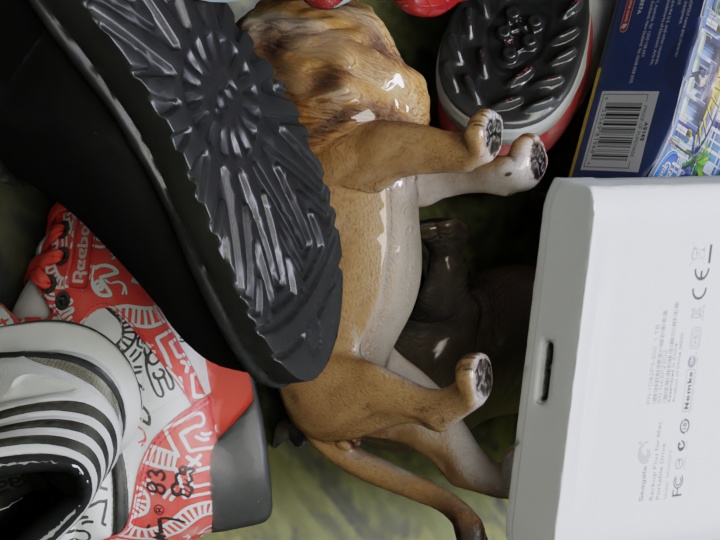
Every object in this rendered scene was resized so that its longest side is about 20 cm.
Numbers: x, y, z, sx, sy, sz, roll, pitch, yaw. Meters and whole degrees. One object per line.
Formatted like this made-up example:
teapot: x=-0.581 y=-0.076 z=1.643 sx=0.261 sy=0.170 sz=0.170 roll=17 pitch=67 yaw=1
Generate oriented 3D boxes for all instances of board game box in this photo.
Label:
board game box: x=0.183 y=-0.080 z=1.161 sx=0.200 sy=0.062 sz=0.200 roll=27 pitch=74 yaw=-42

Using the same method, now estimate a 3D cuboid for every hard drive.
hard drive: x=0.136 y=0.032 z=1.076 sx=0.200 sy=0.026 sz=0.132 roll=-3 pitch=103 yaw=-44

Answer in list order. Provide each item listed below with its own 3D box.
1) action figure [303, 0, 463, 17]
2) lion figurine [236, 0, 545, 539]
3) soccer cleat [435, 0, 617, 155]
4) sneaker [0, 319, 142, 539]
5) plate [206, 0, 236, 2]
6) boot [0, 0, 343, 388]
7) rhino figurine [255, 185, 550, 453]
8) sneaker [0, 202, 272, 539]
action figure: x=0.069 y=-0.138 z=1.045 sx=0.200 sy=0.052 sz=0.066 roll=-25 pitch=112 yaw=-7
lion figurine: x=0.000 y=0.000 z=1.062 sx=0.072 sy=0.122 sz=0.200 roll=12 pitch=81 yaw=-60
soccer cleat: x=0.081 y=-0.121 z=1.160 sx=0.068 sy=0.073 sz=0.200 roll=22 pitch=64 yaw=8
sneaker: x=-0.177 y=0.071 z=0.979 sx=0.200 sy=0.115 sz=0.076 roll=-12 pitch=107 yaw=9
plate: x=-0.045 y=-0.187 z=0.963 sx=0.200 sy=0.026 sz=0.201 roll=9 pitch=79 yaw=-56
boot: x=-0.110 y=-0.042 z=1.007 sx=0.211 sy=0.158 sz=0.079 roll=62 pitch=35 yaw=-21
rhino figurine: x=0.029 y=0.023 z=1.136 sx=0.200 sy=0.060 sz=0.088 roll=-13 pitch=95 yaw=-17
sneaker: x=-0.101 y=0.002 z=1.072 sx=0.108 sy=0.067 sz=0.202 roll=-10 pitch=86 yaw=-9
